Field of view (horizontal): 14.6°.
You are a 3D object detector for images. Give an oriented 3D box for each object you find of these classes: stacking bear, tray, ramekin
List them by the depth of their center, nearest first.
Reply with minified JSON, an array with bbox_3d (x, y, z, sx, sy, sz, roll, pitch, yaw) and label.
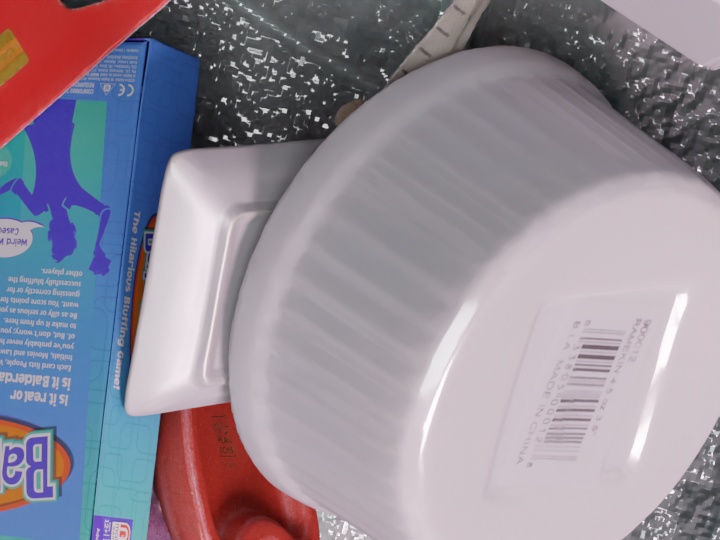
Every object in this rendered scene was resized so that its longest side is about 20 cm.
[{"bbox_3d":[0.056,0.025,1.069,0.200,0.098,0.201,-23,129,-31],"label":"ramekin"},{"bbox_3d":[0.000,0.000,1.093,0.022,0.199,0.108,29,117,42],"label":"tray"},{"bbox_3d":[-0.136,0.092,1.165,0.199,0.121,0.114,-16,81,20],"label":"stacking bear"}]

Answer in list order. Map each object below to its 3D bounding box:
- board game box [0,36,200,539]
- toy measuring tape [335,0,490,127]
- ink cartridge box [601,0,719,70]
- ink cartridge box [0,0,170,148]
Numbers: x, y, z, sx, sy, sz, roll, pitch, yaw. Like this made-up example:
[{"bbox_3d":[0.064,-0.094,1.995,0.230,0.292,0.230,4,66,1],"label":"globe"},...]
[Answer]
[{"bbox_3d":[-0.147,0.009,1.099,0.152,0.045,0.201,4,84,26],"label":"board game box"},{"bbox_3d":[0.041,-0.140,1.071,0.073,0.074,0.200,38,89,-9],"label":"toy measuring tape"},{"bbox_3d":[0.126,-0.197,1.006,0.146,0.086,0.200,32,82,-7],"label":"ink cartridge box"},{"bbox_3d":[-0.130,-0.169,1.060,0.200,0.045,0.177,-39,71,16],"label":"ink cartridge box"}]
